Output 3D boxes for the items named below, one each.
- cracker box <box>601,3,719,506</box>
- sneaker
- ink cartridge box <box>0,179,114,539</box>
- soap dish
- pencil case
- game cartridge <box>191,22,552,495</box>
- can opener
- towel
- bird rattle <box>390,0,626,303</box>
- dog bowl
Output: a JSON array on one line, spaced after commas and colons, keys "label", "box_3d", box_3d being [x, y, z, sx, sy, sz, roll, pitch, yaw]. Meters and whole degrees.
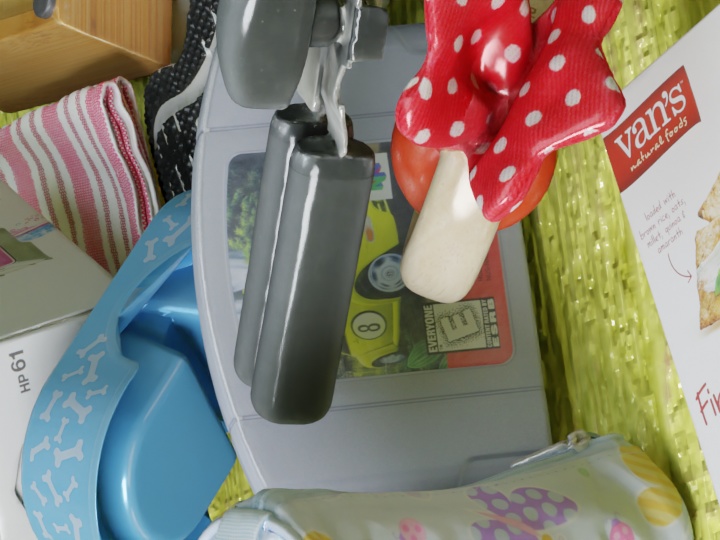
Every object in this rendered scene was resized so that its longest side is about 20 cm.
[{"label": "cracker box", "box_3d": [0.164, -0.001, 1.012, 0.134, 0.057, 0.201, -42, 54, 44]}, {"label": "sneaker", "box_3d": [-0.042, -0.079, 1.299, 0.200, 0.080, 0.074, 125, 130, -59]}, {"label": "ink cartridge box", "box_3d": [-0.161, 0.056, 1.331, 0.200, 0.084, 0.145, 38, 140, 58]}, {"label": "soap dish", "box_3d": [-0.147, -0.187, 1.432, 0.157, 0.081, 0.202, -8, 79, 53]}, {"label": "pencil case", "box_3d": [0.032, 0.114, 1.069, 0.083, 0.199, 0.091, 22, 112, 45]}, {"label": "game cartridge", "box_3d": [0.000, 0.000, 1.176, 0.041, 0.132, 0.201, 99, 163, -75]}, {"label": "can opener", "box_3d": [-0.026, -0.039, 1.081, 0.053, 0.066, 0.201, -118, 30, -58]}, {"label": "towel", "box_3d": [-0.147, -0.005, 1.421, 0.200, 0.030, 0.147, -15, 88, 57]}, {"label": "bird rattle", "box_3d": [0.055, -0.061, 1.082, 0.200, 0.112, 0.164, -89, 13, -56]}, {"label": "dog bowl", "box_3d": [-0.074, 0.046, 1.230, 0.049, 0.112, 0.201, 8, 51, 32]}]
